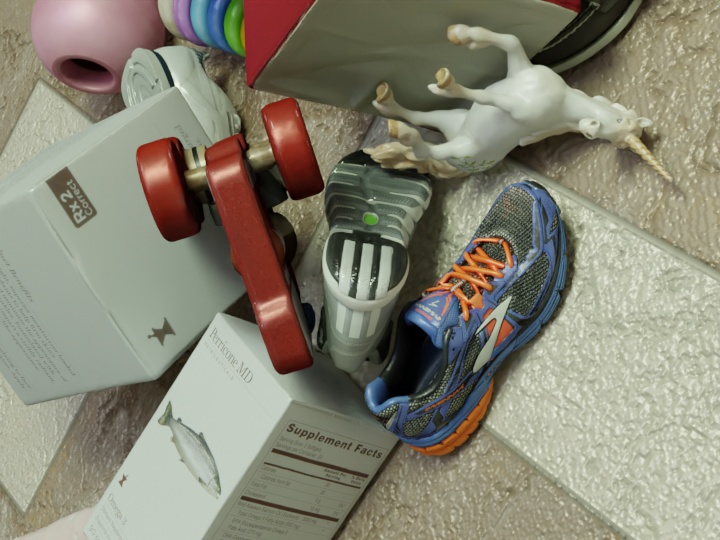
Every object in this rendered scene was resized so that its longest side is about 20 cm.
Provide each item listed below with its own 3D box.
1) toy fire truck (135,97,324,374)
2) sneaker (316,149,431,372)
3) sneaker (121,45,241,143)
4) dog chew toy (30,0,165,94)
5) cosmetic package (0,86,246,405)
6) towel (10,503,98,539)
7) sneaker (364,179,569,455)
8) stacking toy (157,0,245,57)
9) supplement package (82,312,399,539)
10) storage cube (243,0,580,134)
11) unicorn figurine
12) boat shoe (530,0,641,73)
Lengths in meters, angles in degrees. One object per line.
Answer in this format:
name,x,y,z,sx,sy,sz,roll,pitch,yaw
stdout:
toy fire truck,-0.072,-0.022,0.913,0.112,0.200,0.169,-18,97,-2
sneaker,0.000,0.000,0.946,0.200,0.075,0.116,-72,-7,-58
sneaker,-0.131,-0.103,1.131,0.076,0.080,0.201,-32,74,46
dog chew toy,-0.239,-0.270,1.264,0.124,0.124,0.201,-13,58,40
cosmetic package,-0.207,-0.015,1.044,0.200,0.165,0.165,-14,24,46
towel,-0.269,0.311,1.132,0.199,0.032,0.192,-25,59,34
sneaker,0.071,0.031,0.883,0.075,0.078,0.201,31,97,44
stacking toy,-0.084,-0.208,1.128,0.200,0.085,0.086,33,98,38
supplement package,-0.088,0.153,0.959,0.200,0.117,0.117,-57,44,10
storage cube,0.027,-0.224,0.922,0.200,0.170,0.181,-41,45,52
unicorn figurine,0.097,-0.104,0.890,0.200,0.137,0.074,-8,64,60
boat shoe,0.171,-0.219,0.894,0.201,0.060,0.072,-46,49,21
